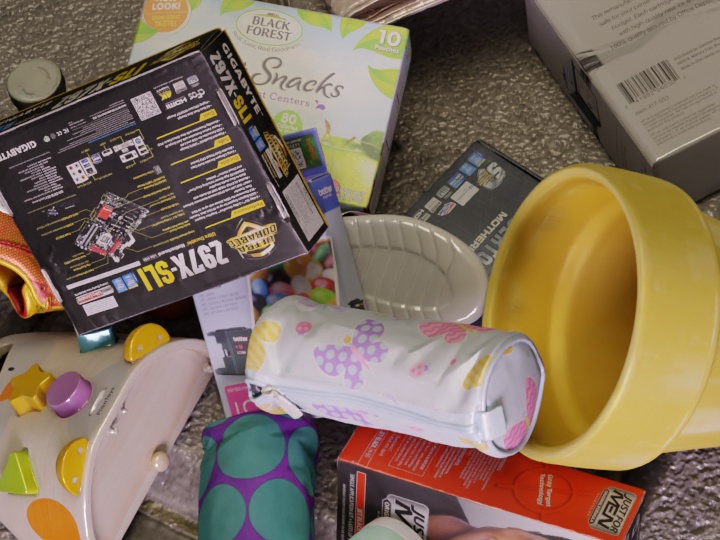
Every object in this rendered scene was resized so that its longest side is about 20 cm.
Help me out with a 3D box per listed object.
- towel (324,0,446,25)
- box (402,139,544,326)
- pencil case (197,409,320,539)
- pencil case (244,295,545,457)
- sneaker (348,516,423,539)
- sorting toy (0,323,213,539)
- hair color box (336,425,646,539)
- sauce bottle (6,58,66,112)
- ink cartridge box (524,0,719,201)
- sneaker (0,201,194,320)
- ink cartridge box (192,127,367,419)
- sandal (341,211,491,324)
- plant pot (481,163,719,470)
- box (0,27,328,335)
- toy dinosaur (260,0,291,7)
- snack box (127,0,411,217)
[{"bbox_3d":[0.056,-0.249,1.796,0.191,0.032,0.200,-18,25,-4],"label":"towel"},{"bbox_3d":[0.083,0.018,1.671,0.158,0.051,0.200,36,72,26],"label":"box"},{"bbox_3d":[-0.064,0.195,1.569,0.092,0.085,0.200,15,53,-27],"label":"pencil case"},{"bbox_3d":[0.021,0.069,1.513,0.200,0.083,0.091,8,17,31],"label":"pencil case"},{"bbox_3d":[0.046,0.261,1.482,0.200,0.074,0.118,41,41,12],"label":"sneaker"},{"bbox_3d":[-0.223,0.106,1.656,0.180,0.107,0.200,8,59,36],"label":"sorting toy"},{"bbox_3d":[0.085,0.174,1.542,0.200,0.102,0.061,15,39,17],"label":"hair color box"},{"bbox_3d":[-0.216,-0.081,1.692,0.065,0.200,0.065,-3,57,5],"label":"sauce bottle"},{"bbox_3d":[0.234,-0.160,1.736,0.146,0.086,0.200,-26,57,-8],"label":"ink cartridge box"},{"bbox_3d":[-0.217,0.007,1.680,0.200,0.073,0.077,18,71,-23],"label":"sneaker"},{"bbox_3d":[-0.061,0.009,1.621,0.119,0.042,0.200,-11,95,26],"label":"ink cartridge box"},{"bbox_3d":[0.001,-0.007,1.641,0.202,0.083,0.050,9,17,19],"label":"sandal"},{"bbox_3d":[0.210,0.041,1.546,0.189,0.201,0.201,11,54,-27],"label":"plant pot"},{"bbox_3d":[-0.146,-0.058,1.575,0.200,0.160,0.049,-20,20,26],"label":"box"},{"bbox_3d":[-0.042,-0.121,1.785,0.181,0.105,0.200,-37,94,-24],"label":"toy dinosaur"},{"bbox_3d":[-0.074,-0.123,1.682,0.200,0.053,0.142,11,76,8],"label":"snack box"}]
